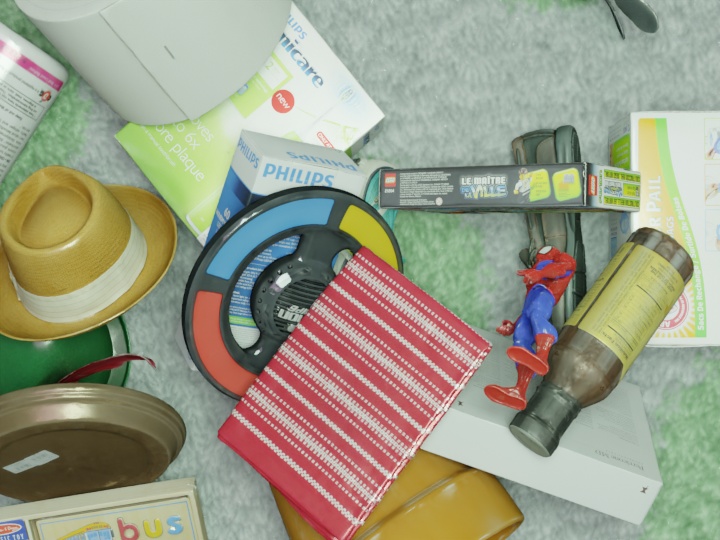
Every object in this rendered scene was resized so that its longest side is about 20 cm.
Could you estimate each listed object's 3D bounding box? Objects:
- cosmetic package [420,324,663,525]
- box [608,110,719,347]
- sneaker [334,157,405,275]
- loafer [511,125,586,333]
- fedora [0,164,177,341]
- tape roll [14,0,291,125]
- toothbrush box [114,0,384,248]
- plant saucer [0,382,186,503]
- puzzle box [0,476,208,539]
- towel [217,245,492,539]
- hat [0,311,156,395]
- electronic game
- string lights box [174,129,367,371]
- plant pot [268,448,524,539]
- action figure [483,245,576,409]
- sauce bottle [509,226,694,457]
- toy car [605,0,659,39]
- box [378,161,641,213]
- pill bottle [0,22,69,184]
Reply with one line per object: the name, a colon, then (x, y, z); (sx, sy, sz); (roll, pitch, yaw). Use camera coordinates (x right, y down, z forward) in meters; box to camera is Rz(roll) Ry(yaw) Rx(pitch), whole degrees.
cosmetic package: (0.151, 0.125, 1.063); (0.198, 0.151, 0.052); (20, 114, -4)
box: (0.279, -0.033, 1.095); (0.100, 0.112, 0.203); (0, 90, 1)
sneaker: (0.000, 0.000, 1.120); (0.079, 0.077, 0.203); (17, 90, -11)
loafer: (0.171, -0.030, 1.127); (0.062, 0.072, 0.203); (-3, 81, 20)
fedora: (-0.254, -0.030, 1.064); (0.198, 0.202, 0.082); (-18, 131, 0)
tape roll: (-0.175, -0.245, 1.047); (0.200, 0.139, 0.205); (-15, 52, 20)
toothbrush box: (-0.097, -0.125, 1.116); (0.199, 0.086, 0.146); (-39, 89, -2)
plant saucer: (-0.248, 0.155, 1.059); (0.197, 0.201, 0.030); (-8, 58, 0)
puzzle box: (-0.233, 0.264, 1.112); (0.197, 0.025, 0.135); (-9, 109, 1)
towel: (-0.007, 0.099, 0.984); (0.144, 0.022, 0.201); (37, 86, 20)
hat: (-0.288, 0.073, 1.065); (0.199, 0.176, 0.166); (-37, 89, -1)
electronic game: (-0.053, 0.024, 1.026); (0.198, 0.042, 0.202); (-14, 122, -22)
string lights box: (-0.079, -0.009, 1.058); (0.102, 0.059, 0.202); (9, 113, -31)
plant pot: (0.010, 0.194, 1.064); (0.199, 0.200, 0.184); (-35, 72, 0)
action figure: (0.141, 0.031, 1.001); (0.051, 0.200, 0.066); (24, 123, 6)
sauce bottle: (0.190, 0.058, 0.988); (0.065, 0.065, 0.201); (39, 76, 1)
toy car: (0.218, -0.304, 1.087); (0.156, 0.164, 0.202); (-22, 98, 0)
box: (0.126, -0.069, 1.053); (0.198, 0.109, 0.035); (1, 91, 37)
pill bottle: (-0.359, -0.126, 1.104); (0.113, 0.113, 0.201); (33, 89, 1)
